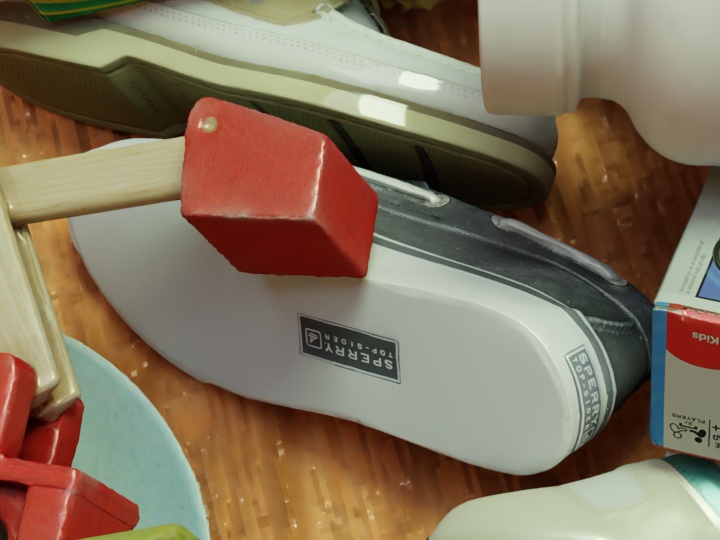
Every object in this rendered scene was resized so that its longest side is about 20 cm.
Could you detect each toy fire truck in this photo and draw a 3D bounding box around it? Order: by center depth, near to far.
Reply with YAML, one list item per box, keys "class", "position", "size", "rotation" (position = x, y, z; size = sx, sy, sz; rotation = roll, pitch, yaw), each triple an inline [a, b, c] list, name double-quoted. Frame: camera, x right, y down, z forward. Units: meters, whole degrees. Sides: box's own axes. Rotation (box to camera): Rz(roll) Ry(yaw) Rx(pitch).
- class: "toy fire truck"
  position: [-0.104, 0.020, 0.779]
  size: [0.198, 0.049, 0.142]
  rotation: [6, 73, 21]

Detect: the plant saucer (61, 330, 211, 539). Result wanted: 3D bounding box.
- class: "plant saucer"
  position: [-0.136, 0.108, 0.811]
  size: [0.199, 0.039, 0.202]
  rotation: [-5, 61, 9]

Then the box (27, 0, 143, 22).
- class: "box"
  position: [-0.039, -0.148, 0.841]
  size: [0.198, 0.048, 0.118]
  rotation: [-9, 63, 15]

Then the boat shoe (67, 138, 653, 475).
- class: "boat shoe"
  position: [0.000, 0.000, 0.828]
  size: [0.199, 0.072, 0.068]
  rotation: [17, 32, 34]

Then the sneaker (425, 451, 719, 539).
- class: "sneaker"
  position: [0.119, 0.073, 0.772]
  size: [0.198, 0.071, 0.094]
  rotation: [1, 45, 14]

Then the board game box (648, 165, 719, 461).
- class: "board game box"
  position: [0.200, -0.015, 0.762]
  size: [0.194, 0.056, 0.201]
  rotation: [13, 46, 17]

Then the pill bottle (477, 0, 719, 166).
- class: "pill bottle"
  position: [0.131, -0.083, 0.716]
  size: [0.198, 0.113, 0.114]
  rotation: [0, 62, 5]

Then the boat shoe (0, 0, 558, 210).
- class: "boat shoe"
  position: [-0.026, -0.073, 0.863]
  size: [0.199, 0.075, 0.069]
  rotation: [16, 72, 20]

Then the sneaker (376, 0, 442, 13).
- class: "sneaker"
  position: [-0.013, -0.174, 0.913]
  size: [0.090, 0.075, 0.200]
  rotation: [-39, 63, -3]

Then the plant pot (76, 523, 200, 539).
- class: "plant pot"
  position: [-0.108, 0.148, 0.646]
  size: [0.183, 0.201, 0.202]
  rotation: [-18, 61, 4]
